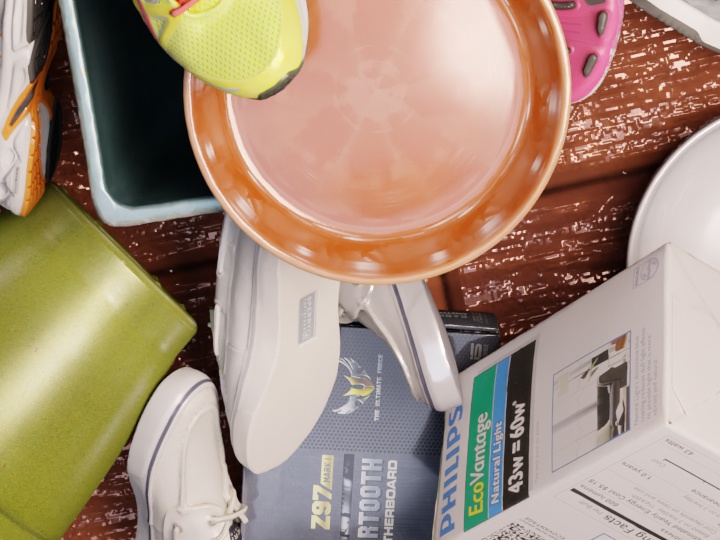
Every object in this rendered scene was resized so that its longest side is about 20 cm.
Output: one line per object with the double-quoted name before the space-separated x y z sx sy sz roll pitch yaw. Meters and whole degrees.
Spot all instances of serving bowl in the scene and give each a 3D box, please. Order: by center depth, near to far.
"serving bowl" 0.259 -0.011 1.284 0.199 0.066 0.201 0 102 -1

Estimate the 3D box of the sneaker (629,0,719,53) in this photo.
"sneaker" 0.259 -0.179 1.235 0.199 0.084 0.121 19 107 -12

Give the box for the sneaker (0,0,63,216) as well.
"sneaker" -0.214 -0.124 1.145 0.091 0.076 0.201 12 121 5

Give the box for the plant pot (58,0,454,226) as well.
"plant pot" -0.060 -0.151 1.180 0.195 0.200 0.198 -8 102 1

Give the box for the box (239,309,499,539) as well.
"box" 0.004 0.123 1.320 0.157 0.051 0.201 4 102 -1

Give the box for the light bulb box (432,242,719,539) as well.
"light bulb box" 0.179 0.114 1.213 0.198 0.125 0.200 29 138 -26

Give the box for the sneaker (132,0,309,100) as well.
"sneaker" -0.099 -0.168 1.009 0.078 0.090 0.200 -36 83 10

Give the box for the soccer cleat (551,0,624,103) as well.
"soccer cleat" 0.127 -0.200 1.225 0.069 0.086 0.201 -1 97 23

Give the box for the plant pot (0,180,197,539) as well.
"plant pot" -0.207 0.056 1.245 0.200 0.200 0.193 44 87 -9

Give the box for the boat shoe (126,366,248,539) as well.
"boat shoe" -0.099 0.150 1.281 0.070 0.071 0.201 27 128 24

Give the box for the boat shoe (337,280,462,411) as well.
"boat shoe" 0.000 0.000 1.252 0.065 0.072 0.201 -25 77 3

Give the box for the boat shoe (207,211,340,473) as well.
"boat shoe" -0.059 0.031 1.229 0.072 0.068 0.201 -30 140 -31

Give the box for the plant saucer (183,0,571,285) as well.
"plant saucer" 0.009 -0.093 1.076 0.199 0.032 0.202 0 102 0
